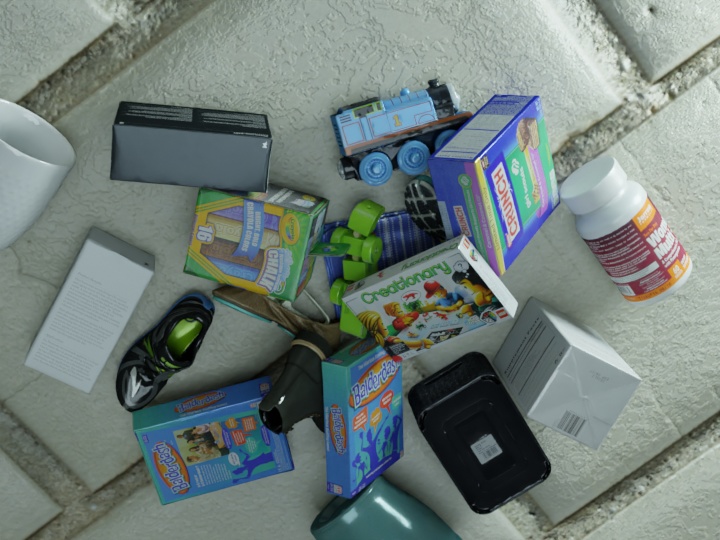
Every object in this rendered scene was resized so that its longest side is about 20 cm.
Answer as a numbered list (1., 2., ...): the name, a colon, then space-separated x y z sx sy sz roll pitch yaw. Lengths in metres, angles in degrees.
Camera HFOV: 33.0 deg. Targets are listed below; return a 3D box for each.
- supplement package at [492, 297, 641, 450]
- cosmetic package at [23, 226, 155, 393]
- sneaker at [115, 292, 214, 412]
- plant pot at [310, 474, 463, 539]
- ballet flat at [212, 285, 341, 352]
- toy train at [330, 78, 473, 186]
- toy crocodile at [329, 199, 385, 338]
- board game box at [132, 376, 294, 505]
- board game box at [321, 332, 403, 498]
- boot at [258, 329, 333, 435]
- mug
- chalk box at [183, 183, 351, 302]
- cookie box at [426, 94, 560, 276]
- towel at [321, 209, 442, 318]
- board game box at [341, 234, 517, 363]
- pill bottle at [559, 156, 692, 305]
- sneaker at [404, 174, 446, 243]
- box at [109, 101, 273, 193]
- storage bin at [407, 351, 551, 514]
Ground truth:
1. supplement package: 0.285 0.142 1.715 0.121 0.200 0.120 26 102 -14
2. cosmetic package: -0.370 0.054 1.667 0.101 0.071 0.200 27 102 -15
3. sneaker: -0.276 0.118 1.694 0.071 0.083 0.200 37 103 -18
4. plant pot: 0.033 0.406 1.782 0.200 0.200 0.188 -40 93 6
5. ballet flat: -0.109 0.051 1.709 0.200 0.068 0.072 29 89 -17
6. toy train: 0.058 -0.186 1.642 0.200 0.087 0.114 -17 101 -4
7. toy crocodile: 0.000 0.000 1.687 0.067 0.062 0.200 14 115 27
8. board game box: -0.208 0.244 1.735 0.200 0.045 0.152 -14 126 -5
9. board game box: 0.006 0.199 1.727 0.045 0.152 0.200 9 112 31
10. boot: -0.085 0.197 1.693 0.077 0.138 0.200 10 139 29
11. mug: -0.492 -0.126 1.568 0.200 0.148 0.175 41 108 13
12. chalk box: -0.115 -0.041 1.619 0.200 0.124 0.124 16 105 5
13. cookie box: 0.181 -0.115 1.610 0.075 0.200 0.171 5 124 34
14. towel: 0.050 -0.013 1.728 0.200 0.024 0.145 -11 110 -4
15. board game box: 0.089 0.040 1.601 0.200 0.035 0.126 -25 116 35
16. pill bottle: 0.371 -0.056 1.712 0.110 0.110 0.200 -37 109 5
17. sneaker: 0.133 -0.076 1.681 0.200 0.077 0.080 39 68 -38
18. box: -0.219 -0.162 1.582 0.200 0.141 0.079 4 107 -8
19. storage bin: 0.174 0.239 1.789 0.135 0.094 0.200 -31 108 3
